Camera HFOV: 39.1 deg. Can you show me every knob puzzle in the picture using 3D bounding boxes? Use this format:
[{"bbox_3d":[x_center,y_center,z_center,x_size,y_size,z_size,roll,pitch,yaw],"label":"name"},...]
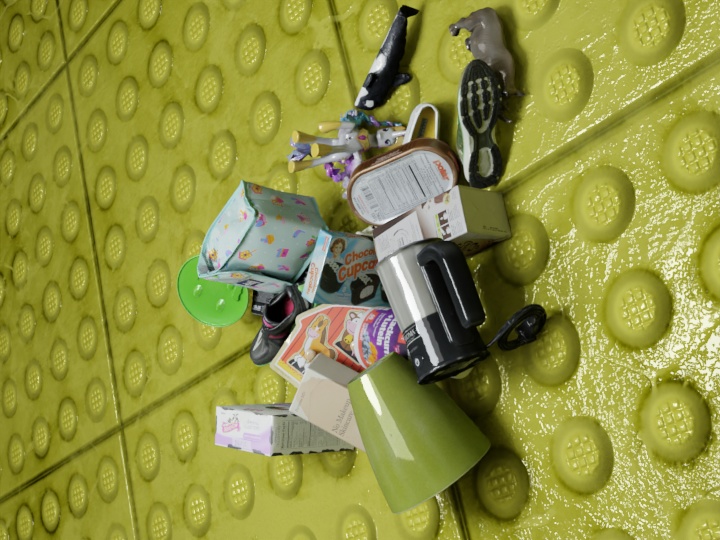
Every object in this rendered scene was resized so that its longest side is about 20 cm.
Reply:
[{"bbox_3d":[-0.033,0.142,1.759,0.215,0.030,0.224,0,98,2],"label":"knob puzzle"}]

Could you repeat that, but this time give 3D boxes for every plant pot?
[{"bbox_3d":[0.069,0.235,1.565,0.186,0.187,0.201,-36,88,39],"label":"plant pot"}]

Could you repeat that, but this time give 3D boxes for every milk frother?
[{"bbox_3d":[0.153,0.045,1.521,0.180,0.198,0.191,-36,69,42],"label":"milk frother"}]

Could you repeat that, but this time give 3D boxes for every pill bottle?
[{"bbox_3d":[0.091,0.122,1.656,0.198,0.110,0.114,5,90,47],"label":"pill bottle"}]

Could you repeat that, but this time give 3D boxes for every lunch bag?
[{"bbox_3d":[-0.177,-0.041,1.790,0.201,0.168,0.123,-53,44,29],"label":"lunch bag"}]

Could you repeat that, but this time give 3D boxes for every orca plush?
[{"bbox_3d":[0.061,-0.362,1.784,0.202,0.070,0.105,-63,3,15],"label":"orca plush"}]

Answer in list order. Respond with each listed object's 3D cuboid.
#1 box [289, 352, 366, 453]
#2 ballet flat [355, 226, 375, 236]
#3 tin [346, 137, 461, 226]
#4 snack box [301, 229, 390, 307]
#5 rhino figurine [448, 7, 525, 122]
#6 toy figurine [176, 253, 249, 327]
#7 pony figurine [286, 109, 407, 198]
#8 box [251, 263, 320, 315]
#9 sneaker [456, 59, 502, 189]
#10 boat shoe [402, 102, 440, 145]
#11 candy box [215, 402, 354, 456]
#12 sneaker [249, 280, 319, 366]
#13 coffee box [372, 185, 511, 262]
[{"bbox_3d":[-0.010,0.232,1.707,0.197,0.078,0.096,26,110,8],"label":"box"},{"bbox_3d":[0.029,-0.074,1.768,0.073,0.072,0.203,32,110,43],"label":"ballet flat"},{"bbox_3d":[0.069,-0.140,1.651,0.197,0.113,0.042,-21,26,24],"label":"tin"},{"bbox_3d":[0.000,0.000,1.699,0.037,0.198,0.118,29,108,45],"label":"snack box"},{"bbox_3d":[0.206,-0.324,1.607,0.087,0.059,0.203,-32,66,43],"label":"rhino figurine"},{"bbox_3d":[-0.248,-0.016,1.988,0.149,0.184,0.202,30,117,1],"label":"toy figurine"},{"bbox_3d":[-0.027,-0.212,1.781,0.192,0.197,0.170,-22,77,60],"label":"pony figurine"},{"bbox_3d":[-0.107,0.013,1.896,0.198,0.085,0.167,7,92,47],"label":"box"},{"bbox_3d":[0.171,-0.234,1.599,0.089,0.076,0.203,-138,39,-57],"label":"sneaker"},{"bbox_3d":[0.098,-0.178,1.683,0.086,0.073,0.206,-88,12,-87],"label":"boat shoe"},{"bbox_3d":[-0.135,0.283,1.822,0.166,0.198,0.073,1,87,47],"label":"candy box"},{"bbox_3d":[-0.152,0.090,1.814,0.201,0.083,0.077,-55,51,28],"label":"sneaker"},{"bbox_3d":[0.127,-0.059,1.631,0.199,0.112,0.081,-26,68,42],"label":"coffee box"}]
